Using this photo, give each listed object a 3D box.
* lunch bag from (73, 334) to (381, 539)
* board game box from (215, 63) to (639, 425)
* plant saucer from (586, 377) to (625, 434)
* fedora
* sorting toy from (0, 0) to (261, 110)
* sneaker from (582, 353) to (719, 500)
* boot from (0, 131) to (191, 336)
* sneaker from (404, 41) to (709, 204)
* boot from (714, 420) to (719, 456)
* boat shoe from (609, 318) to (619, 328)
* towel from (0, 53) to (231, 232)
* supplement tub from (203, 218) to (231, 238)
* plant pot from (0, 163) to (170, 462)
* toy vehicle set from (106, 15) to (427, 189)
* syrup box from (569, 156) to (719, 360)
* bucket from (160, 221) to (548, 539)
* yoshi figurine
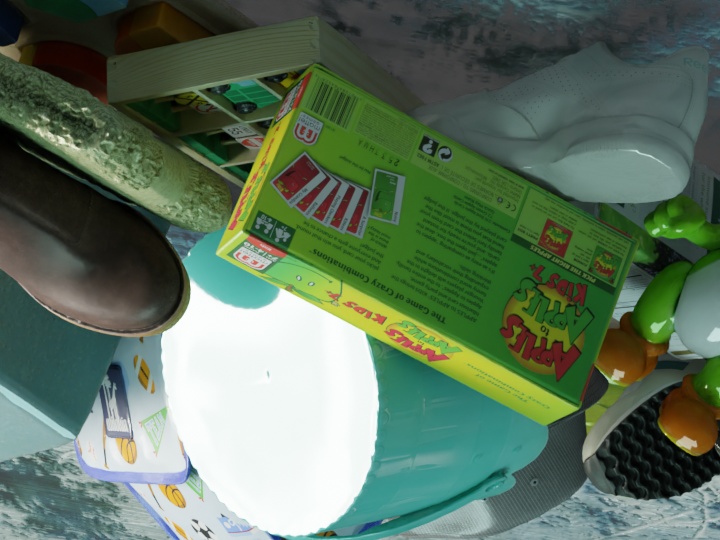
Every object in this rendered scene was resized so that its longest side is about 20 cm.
[{"bbox_3d":[-0.093,0.099,1.671,0.200,0.124,0.170,51,155,-20],"label":"lunch bag"},{"bbox_3d":[0.036,-0.012,1.385,0.199,0.102,0.048,28,158,-12],"label":"board game box"},{"bbox_3d":[0.161,0.089,1.922,0.198,0.031,0.200,9,159,3],"label":"plant saucer"},{"bbox_3d":[0.074,0.124,1.786,0.199,0.091,0.177,-16,-169,-13],"label":"fedora"},{"bbox_3d":[-0.160,-0.136,1.471,0.199,0.037,0.184,27,154,-38],"label":"sorting toy"},{"bbox_3d":[0.205,0.075,1.672,0.093,0.199,0.071,7,130,61],"label":"sneaker"},{"bbox_3d":[-0.195,-0.036,1.417,0.199,0.073,0.166,32,180,21],"label":"boot"},{"bbox_3d":[0.103,-0.082,1.417,0.199,0.089,0.075,1,151,42],"label":"sneaker"},{"bbox_3d":[0.291,0.087,1.634,0.068,0.199,0.131,48,157,23],"label":"boot"},{"bbox_3d":[0.105,0.040,1.755,0.199,0.072,0.076,-3,156,33],"label":"boat shoe"},{"bbox_3d":[-0.172,-0.085,1.446,0.199,0.037,0.148,26,175,32],"label":"towel"},{"bbox_3d":[0.000,0.000,1.655,0.199,0.108,0.107,-1,157,29],"label":"supplement tub"},{"bbox_3d":[-0.262,-0.013,1.642,0.199,0.197,0.196,34,151,-25],"label":"plant pot"},{"bbox_3d":[-0.041,-0.087,1.481,0.123,0.027,0.200,-9,163,21],"label":"toy vehicle set"},{"bbox_3d":[0.167,-0.021,1.554,0.081,0.079,0.199,-9,152,41],"label":"syrup box"},{"bbox_3d":[-0.006,0.049,1.495,0.134,0.209,0.206,-12,180,-43],"label":"bucket"},{"bbox_3d":[0.216,0.002,1.447,0.112,0.112,0.200,30,108,-36],"label":"yoshi figurine"}]
